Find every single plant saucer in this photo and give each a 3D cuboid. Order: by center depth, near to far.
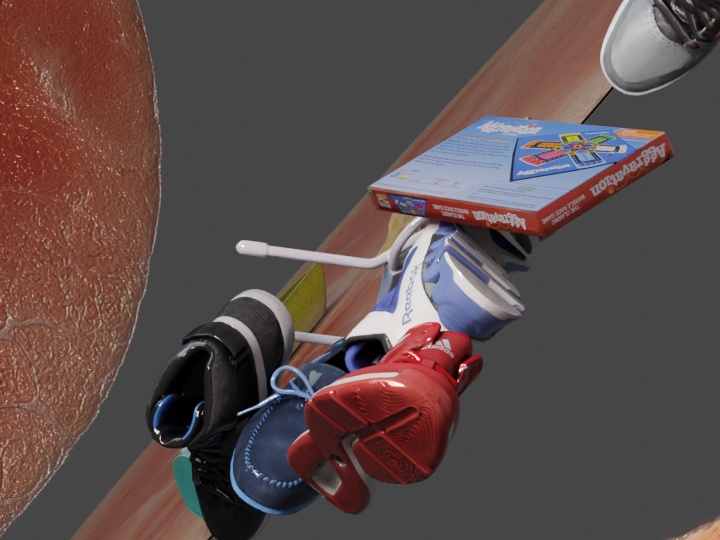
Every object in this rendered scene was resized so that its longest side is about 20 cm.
[{"bbox_3d":[-0.119,0.101,2.722,0.200,0.048,0.200,-52,5,-34],"label":"plant saucer"}]

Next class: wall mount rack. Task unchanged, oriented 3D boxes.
[{"bbox_3d":[0.000,0.000,1.679,0.174,0.075,0.200,-29,-24,-21],"label":"wall mount rack"}]

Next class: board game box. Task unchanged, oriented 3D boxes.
[{"bbox_3d":[0.094,-0.060,1.474,0.103,0.019,0.200,-33,20,-22],"label":"board game box"}]

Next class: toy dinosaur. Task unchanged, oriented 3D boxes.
[{"bbox_3d":[0.044,-0.045,2.289,0.101,0.058,0.200,-50,4,-11],"label":"toy dinosaur"}]

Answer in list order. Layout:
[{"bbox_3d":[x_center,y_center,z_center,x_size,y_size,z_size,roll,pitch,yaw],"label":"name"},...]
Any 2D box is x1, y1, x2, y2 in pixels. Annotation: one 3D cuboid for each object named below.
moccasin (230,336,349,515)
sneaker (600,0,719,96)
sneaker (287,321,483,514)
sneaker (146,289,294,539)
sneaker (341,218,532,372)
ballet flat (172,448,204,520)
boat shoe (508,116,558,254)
[{"bbox_3d":[-0.030,0.087,1.613,0.068,0.080,0.200,-62,-4,35],"label":"moccasin"},{"bbox_3d":[0.228,-0.186,1.545,0.200,0.084,0.121,-46,-5,16],"label":"sneaker"},{"bbox_3d":[0.026,0.061,1.344,0.116,0.078,0.200,-51,6,-24],"label":"sneaker"},{"bbox_3d":[-0.108,0.117,1.647,0.112,0.073,0.200,-33,-43,-51],"label":"sneaker"},{"bbox_3d":[0.041,0.022,1.517,0.115,0.081,0.199,-45,6,15],"label":"sneaker"},{"bbox_3d":[-0.102,0.164,1.926,0.072,0.072,0.200,-49,6,-14],"label":"ballet flat"},{"bbox_3d":[0.114,-0.064,1.630,0.060,0.072,0.202,-25,13,3],"label":"boat shoe"}]
